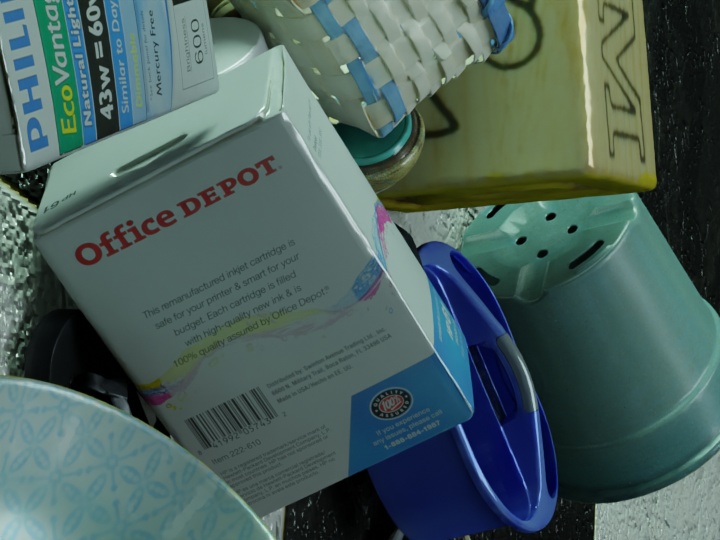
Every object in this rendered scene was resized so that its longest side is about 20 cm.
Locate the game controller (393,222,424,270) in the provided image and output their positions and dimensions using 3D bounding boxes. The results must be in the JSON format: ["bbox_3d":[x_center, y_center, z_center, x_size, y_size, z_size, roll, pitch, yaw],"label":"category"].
[{"bbox_3d":[0.000,0.000,1.344,0.105,0.042,0.200,68,-11,-21],"label":"game controller"}]

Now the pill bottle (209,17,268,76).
[{"bbox_3d":[-0.064,-0.031,1.220,0.112,0.111,0.201,-63,142,-52],"label":"pill bottle"}]

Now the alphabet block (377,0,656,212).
[{"bbox_3d":[0.083,-0.147,1.490,0.196,0.194,0.202,2,83,-69],"label":"alphabet block"}]

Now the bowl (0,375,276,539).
[{"bbox_3d":[-0.133,0.151,0.990,0.108,0.200,0.200,-56,168,20],"label":"bowl"}]

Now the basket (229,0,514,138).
[{"bbox_3d":[0.019,-0.190,1.224,0.200,0.139,0.177,-43,129,-14],"label":"basket"}]

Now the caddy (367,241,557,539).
[{"bbox_3d":[0.064,0.082,1.463,0.201,0.105,0.141,67,24,-2],"label":"caddy"}]

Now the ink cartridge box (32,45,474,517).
[{"bbox_3d":[-0.052,0.009,1.129,0.201,0.144,0.085,57,16,-27],"label":"ink cartridge box"}]

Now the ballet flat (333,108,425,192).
[{"bbox_3d":[-0.009,-0.079,1.309,0.200,0.070,0.071,43,-24,56],"label":"ballet flat"}]

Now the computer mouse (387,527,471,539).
[{"bbox_3d":[0.035,0.196,1.515,0.200,0.044,0.110,-64,148,-61],"label":"computer mouse"}]

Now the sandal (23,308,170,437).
[{"bbox_3d":[-0.117,0.094,1.155,0.076,0.043,0.201,-72,149,-43],"label":"sandal"}]

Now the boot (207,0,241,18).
[{"bbox_3d":[-0.039,-0.230,1.353,0.156,0.199,0.073,53,-16,18],"label":"boot"}]

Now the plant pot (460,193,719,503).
[{"bbox_3d":[0.178,0.038,1.721,0.197,0.199,0.201,60,33,-32],"label":"plant pot"}]

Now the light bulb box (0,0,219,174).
[{"bbox_3d":[-0.168,-0.150,0.969,0.200,0.124,0.200,-36,120,-65],"label":"light bulb box"}]
